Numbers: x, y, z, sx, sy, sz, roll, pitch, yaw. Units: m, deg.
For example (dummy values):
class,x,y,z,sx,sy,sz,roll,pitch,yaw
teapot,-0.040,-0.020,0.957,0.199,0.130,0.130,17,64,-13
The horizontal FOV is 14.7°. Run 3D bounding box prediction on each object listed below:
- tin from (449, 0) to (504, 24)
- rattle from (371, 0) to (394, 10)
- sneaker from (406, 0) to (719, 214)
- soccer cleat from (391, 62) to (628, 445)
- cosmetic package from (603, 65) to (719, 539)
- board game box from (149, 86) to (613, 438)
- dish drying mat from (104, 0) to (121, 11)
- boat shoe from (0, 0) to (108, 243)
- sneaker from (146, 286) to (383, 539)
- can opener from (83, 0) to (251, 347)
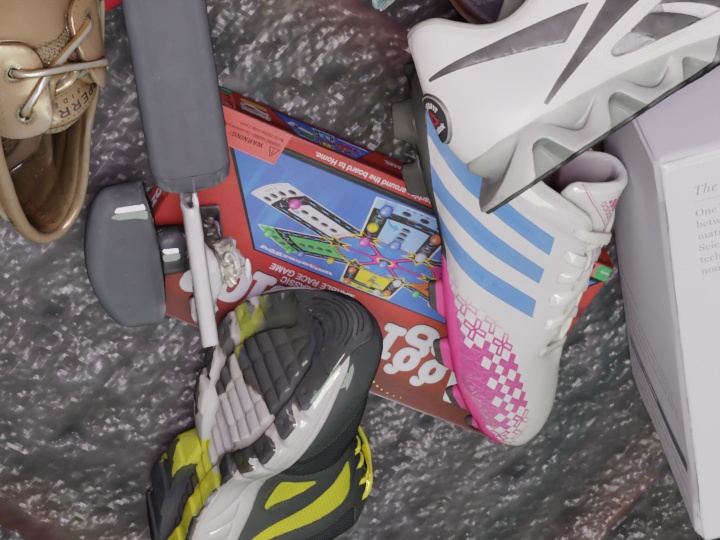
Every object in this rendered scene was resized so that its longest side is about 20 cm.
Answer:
class,x,y,z,sx,sy,sz,roll,pitch,yaw
tin,0.122,-0.156,1.102,0.199,0.042,0.112,-16,131,0
rattle,0.059,-0.171,0.987,0.200,0.143,0.130,-44,128,-4
sneaker,0.106,-0.108,1.055,0.199,0.074,0.089,-31,88,-22
soccer cleat,0.071,-0.006,1.143,0.086,0.070,0.201,-2,128,16
cosmetic package,0.212,-0.020,1.166,0.198,0.123,0.201,-13,128,-3
board game box,0.000,0.000,1.197,0.199,0.019,0.103,21,119,-25
dish drying mat,-0.040,-0.172,1.066,0.199,0.018,0.077,-29,125,9
boat shoe,-0.120,-0.084,1.037,0.071,0.065,0.200,-35,159,-23
sneaker,-0.028,0.071,1.203,0.084,0.075,0.200,1,147,-28
can opener,-0.080,-0.053,1.097,0.066,0.053,0.201,-6,125,-6
